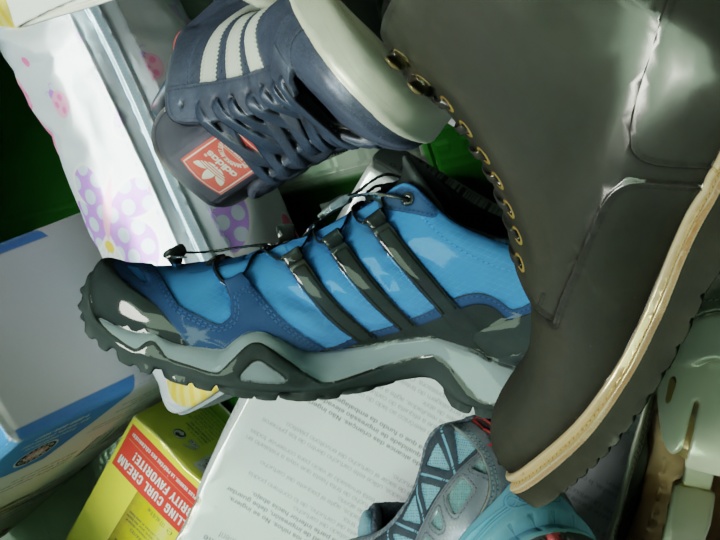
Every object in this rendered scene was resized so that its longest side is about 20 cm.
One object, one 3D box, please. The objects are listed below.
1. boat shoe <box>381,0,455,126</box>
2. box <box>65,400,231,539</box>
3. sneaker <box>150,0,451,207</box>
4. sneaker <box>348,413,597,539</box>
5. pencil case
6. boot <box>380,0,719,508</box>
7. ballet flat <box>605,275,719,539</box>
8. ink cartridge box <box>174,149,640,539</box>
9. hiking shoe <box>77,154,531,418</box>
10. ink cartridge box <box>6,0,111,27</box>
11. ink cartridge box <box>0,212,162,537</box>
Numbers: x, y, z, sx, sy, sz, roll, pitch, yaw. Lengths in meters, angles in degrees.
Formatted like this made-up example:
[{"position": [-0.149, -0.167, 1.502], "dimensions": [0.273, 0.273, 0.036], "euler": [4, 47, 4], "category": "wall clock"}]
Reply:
[{"position": [0.085, -0.085, 0.869], "dimensions": [0.199, 0.056, 0.069], "euler": [3, 115, 54], "category": "boat shoe"}, {"position": [-0.101, 0.148, 1.149], "dimensions": [0.075, 0.050, 0.201], "euler": [43, 126, 16], "category": "box"}, {"position": [-0.030, -0.057, 0.915], "dimensions": [0.085, 0.200, 0.075], "euler": [-46, 105, -2], "category": "sneaker"}, {"position": [0.028, 0.132, 0.934], "dimensions": [0.201, 0.079, 0.096], "euler": [-61, 38, 38], "category": "sneaker"}, {"position": [-0.082, -0.041, 1.041], "dimensions": [0.083, 0.091, 0.201], "euler": [-26, 87, 10], "category": "pencil case"}, {"position": [0.051, -0.030, 0.800], "dimensions": [0.138, 0.078, 0.201], "euler": [28, 123, 0], "category": "boot"}, {"position": [0.123, 0.074, 0.891], "dimensions": [0.067, 0.064, 0.202], "euler": [16, 109, 7], "category": "ballet flat"}, {"position": [0.047, 0.085, 0.967], "dimensions": [0.199, 0.041, 0.201], "euler": [30, 110, 3], "category": "ink cartridge box"}, {"position": [0.000, 0.000, 0.900], "dimensions": [0.198, 0.074, 0.088], "euler": [4, 100, 1], "category": "hiking shoe"}, {"position": [-0.087, -0.208, 0.945], "dimensions": [0.085, 0.147, 0.202], "euler": [-8, 102, 54], "category": "ink cartridge box"}, {"position": [-0.174, 0.066, 1.113], "dimensions": [0.200, 0.144, 0.085], "euler": [-40, 80, 38], "category": "ink cartridge box"}]
